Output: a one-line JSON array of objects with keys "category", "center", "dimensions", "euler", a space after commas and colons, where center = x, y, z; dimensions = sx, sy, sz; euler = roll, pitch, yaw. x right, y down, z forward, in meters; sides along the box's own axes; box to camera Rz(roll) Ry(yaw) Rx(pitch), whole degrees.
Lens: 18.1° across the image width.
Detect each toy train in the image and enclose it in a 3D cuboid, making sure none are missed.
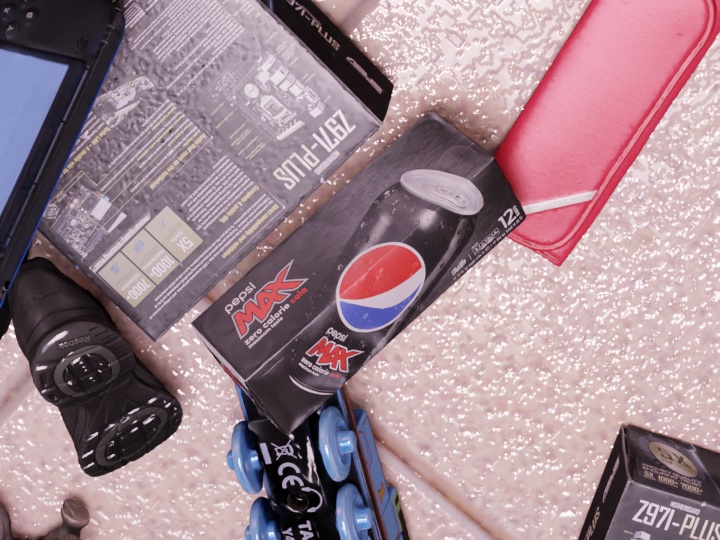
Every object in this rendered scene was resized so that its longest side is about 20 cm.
[{"category": "toy train", "center": [-0.024, 0.146, 1.436], "dimensions": [0.086, 0.114, 0.201], "euler": [-10, 110, 16]}]

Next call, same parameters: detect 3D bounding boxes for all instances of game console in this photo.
[{"category": "game console", "center": [-0.255, -0.092, 1.254], "dimensions": [0.170, 0.118, 0.201], "euler": [15, 78, 38]}]

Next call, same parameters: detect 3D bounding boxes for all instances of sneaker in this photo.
[{"category": "sneaker", "center": [-0.168, 0.057, 1.412], "dimensions": [0.076, 0.091, 0.200], "euler": [-28, 150, -9]}]

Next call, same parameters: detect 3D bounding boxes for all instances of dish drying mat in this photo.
[{"category": "dish drying mat", "center": [0.145, -0.100, 1.381], "dimensions": [0.077, 0.018, 0.201], "euler": [30, 110, -6]}]

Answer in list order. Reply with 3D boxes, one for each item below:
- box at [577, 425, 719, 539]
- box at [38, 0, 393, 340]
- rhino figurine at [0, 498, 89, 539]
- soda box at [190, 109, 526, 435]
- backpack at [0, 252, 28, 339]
[{"category": "box", "center": [0.236, 0.214, 1.456], "dimensions": [0.199, 0.086, 0.165], "euler": [17, 111, -2]}, {"category": "box", "center": [-0.107, -0.090, 1.360], "dimensions": [0.164, 0.086, 0.200], "euler": [44, 108, -10]}, {"category": "rhino figurine", "center": [-0.203, 0.201, 1.501], "dimensions": [0.199, 0.060, 0.088], "euler": [30, 121, -3]}, {"category": "soda box", "center": [0.000, 0.000, 1.354], "dimensions": [0.200, 0.071, 0.063], "euler": [-42, 137, -7]}, {"category": "backpack", "center": [-0.312, -0.016, 1.390], "dimensions": [0.199, 0.167, 0.127], "euler": [20, 92, 0]}]
